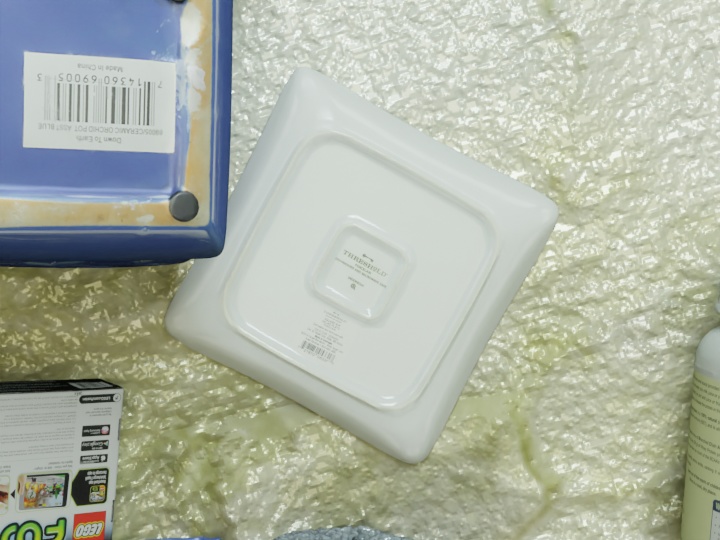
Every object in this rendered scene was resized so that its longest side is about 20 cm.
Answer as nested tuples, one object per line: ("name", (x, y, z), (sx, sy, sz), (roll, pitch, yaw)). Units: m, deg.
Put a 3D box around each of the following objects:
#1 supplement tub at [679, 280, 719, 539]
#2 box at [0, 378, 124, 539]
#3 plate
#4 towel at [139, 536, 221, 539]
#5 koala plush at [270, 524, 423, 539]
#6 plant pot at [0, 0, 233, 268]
("supplement tub", (0.273, 0.109, 0.756), (0.144, 0.145, 0.201), (3, 95, -1))
("box", (-0.243, 0.125, 0.752), (0.199, 0.035, 0.111), (2, 96, -39))
("plate", (0.000, 0.000, 0.802), (0.199, 0.032, 0.201), (28, 95, -3))
("towel", (-0.153, 0.279, 0.834), (0.144, 0.024, 0.201), (-4, 97, -2))
("koala plush", (-0.007, 0.252, 0.733), (0.183, 0.200, 0.178), (21, 95, -8))
("plant pot", (-0.171, -0.096, 0.689), (0.199, 0.180, 0.201), (0, 95, -24))
